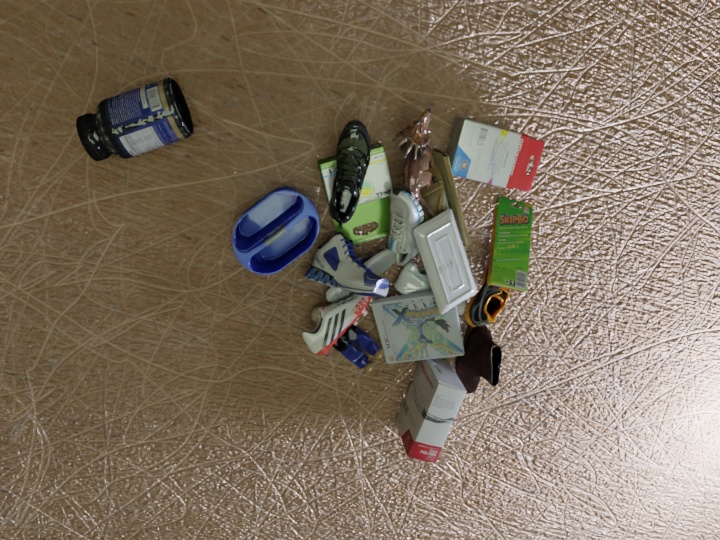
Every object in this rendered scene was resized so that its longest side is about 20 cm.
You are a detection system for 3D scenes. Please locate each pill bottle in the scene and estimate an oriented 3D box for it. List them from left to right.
[{"bbox_3d":[-0.433,-0.285,1.052,0.193,0.112,0.116,-19,110,-2],"label":"pill bottle"}]

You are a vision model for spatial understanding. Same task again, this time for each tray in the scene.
[{"bbox_3d":[0.188,-0.016,1.172,0.105,0.022,0.206,-27,108,-16],"label":"tray"}]

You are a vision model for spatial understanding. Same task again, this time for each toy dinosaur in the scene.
[{"bbox_3d":[0.113,-0.215,1.122,0.082,0.135,0.209,-3,92,13],"label":"toy dinosaur"}]

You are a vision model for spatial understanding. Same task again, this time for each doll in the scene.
[{"bbox_3d":[-0.035,0.150,1.291,0.198,0.049,0.138,38,96,-14],"label":"doll"}]

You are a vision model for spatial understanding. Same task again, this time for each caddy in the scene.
[{"bbox_3d":[-0.180,-0.085,1.159,0.197,0.105,0.143,-35,111,4],"label":"caddy"}]

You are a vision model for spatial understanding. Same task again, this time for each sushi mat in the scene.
[{"bbox_3d":[0.199,-0.163,1.198,0.012,0.096,0.206,-19,110,-1],"label":"sushi mat"}]

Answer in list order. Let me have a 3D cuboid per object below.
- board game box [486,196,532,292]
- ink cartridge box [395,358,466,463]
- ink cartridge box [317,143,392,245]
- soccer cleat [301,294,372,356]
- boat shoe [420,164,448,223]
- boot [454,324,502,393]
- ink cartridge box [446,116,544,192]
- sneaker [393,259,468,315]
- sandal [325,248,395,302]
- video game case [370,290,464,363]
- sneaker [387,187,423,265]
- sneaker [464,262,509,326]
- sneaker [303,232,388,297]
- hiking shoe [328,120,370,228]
[{"bbox_3d":[0.344,-0.061,1.251,0.092,0.030,0.208,12,79,-13],"label":"board game box"},{"bbox_3d":[0.167,0.332,1.329,0.080,0.147,0.206,16,106,-14],"label":"ink cartridge box"},{"bbox_3d":[0.001,-0.152,1.182,0.142,0.076,0.207,-15,109,-3],"label":"ink cartridge box"},{"bbox_3d":[-0.050,0.099,1.228,0.085,0.068,0.201,45,78,-14],"label":"soccer cleat"},{"bbox_3d":[0.162,-0.142,1.219,0.068,0.069,0.208,-10,91,16],"label":"boat shoe"},{"bbox_3d":[0.282,0.235,1.304,0.069,0.167,0.208,-1,109,-8],"label":"boot"},{"bbox_3d":[0.291,-0.253,1.198,0.192,0.068,0.120,11,107,-12],"label":"ink cartridge box"},{"bbox_3d":[0.177,0.043,1.278,0.194,0.071,0.082,23,101,-15],"label":"sneaker"},{"bbox_3d":[-0.001,-0.003,1.242,0.199,0.083,0.051,-34,68,-2],"label":"sandal"},{"bbox_3d":[0.136,0.134,1.279,0.192,0.022,0.187,-9,121,13],"label":"video game case"},{"bbox_3d":[0.089,-0.084,1.164,0.087,0.074,0.203,-45,141,-21],"label":"sneaker"},{"bbox_3d":[0.320,0.045,1.275,0.077,0.077,0.204,34,77,-21],"label":"sneaker"},{"bbox_3d":[-0.029,-0.018,1.170,0.193,0.080,0.120,13,86,28],"label":"sneaker"},{"bbox_3d":[-0.016,-0.187,1.075,0.073,0.101,0.208,6,107,-10],"label":"hiking shoe"}]
